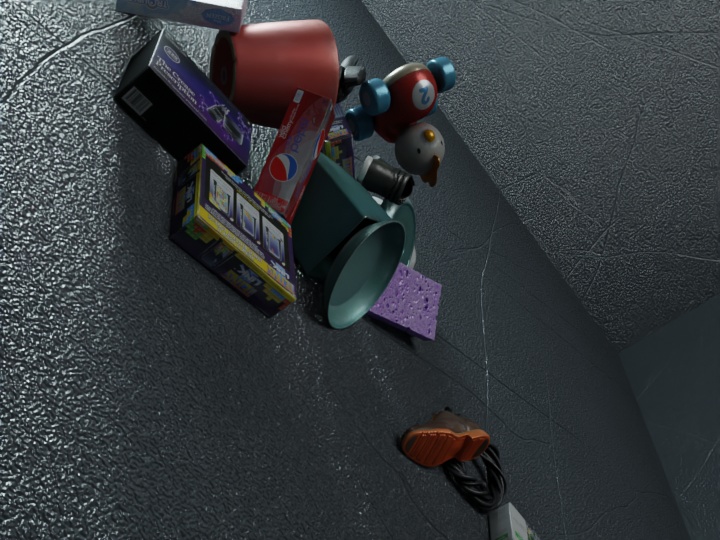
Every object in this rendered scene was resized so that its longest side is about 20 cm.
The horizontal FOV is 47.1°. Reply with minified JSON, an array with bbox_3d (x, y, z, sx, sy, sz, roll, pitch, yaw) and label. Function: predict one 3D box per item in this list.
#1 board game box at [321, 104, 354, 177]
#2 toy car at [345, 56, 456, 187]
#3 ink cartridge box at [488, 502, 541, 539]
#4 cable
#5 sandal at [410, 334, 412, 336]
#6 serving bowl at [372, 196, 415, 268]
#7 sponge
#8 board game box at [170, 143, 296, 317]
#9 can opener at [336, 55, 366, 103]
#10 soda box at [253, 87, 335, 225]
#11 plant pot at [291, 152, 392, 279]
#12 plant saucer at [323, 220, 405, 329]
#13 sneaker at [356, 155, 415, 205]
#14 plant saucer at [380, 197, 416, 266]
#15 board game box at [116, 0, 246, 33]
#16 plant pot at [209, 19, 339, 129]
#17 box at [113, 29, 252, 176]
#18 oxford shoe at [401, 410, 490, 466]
[{"bbox_3d":[-0.059,-0.241,1.565,0.201,0.056,0.167,88,-17,-58],"label":"board game box"},{"bbox_3d":[0.104,-0.253,1.508,0.182,0.177,0.203,-23,79,-25],"label":"toy car"},{"bbox_3d":[0.268,0.500,1.377,0.109,0.050,0.201,50,20,-18],"label":"ink cartridge box"},{"bbox_3d":[0.206,0.345,1.470,0.201,0.050,0.164,51,20,-20],"label":"cable"},{"bbox_3d":[0.112,0.071,1.677,0.077,0.042,0.200,55,20,-8],"label":"sandal"},{"bbox_3d":[0.059,-0.079,1.751,0.201,0.065,0.201,49,20,-25],"label":"serving bowl"},{"bbox_3d":[0.078,0.050,1.541,0.199,0.029,0.114,27,68,-45],"label":"sponge"},{"bbox_3d":[-0.175,-0.055,1.163,0.200,0.056,0.167,43,25,-35],"label":"board game box"},{"bbox_3d":[-0.025,-0.343,1.484,0.201,0.077,0.065,-75,170,-68],"label":"can opener"},{"bbox_3d":[-0.106,-0.179,1.304,0.062,0.203,0.070,21,-11,7],"label":"soda box"},{"bbox_3d":[-0.064,-0.109,1.396,0.201,0.141,0.141,54,18,19],"label":"plant pot"},{"bbox_3d":[0.000,0.000,1.335,0.036,0.203,0.199,32,10,23],"label":"plant saucer"},{"bbox_3d":[0.049,-0.161,1.521,0.098,0.072,0.200,29,7,2],"label":"sneaker"},{"bbox_3d":[0.067,-0.054,1.596,0.200,0.027,0.205,12,90,-68],"label":"plant saucer"},{"bbox_3d":[-0.286,-0.464,1.374,0.196,0.044,0.201,8,34,-7],"label":"board game box"},{"bbox_3d":[-0.155,-0.331,1.406,0.174,0.202,0.203,-4,55,-28],"label":"plant pot"},{"bbox_3d":[-0.255,-0.234,1.220,0.200,0.078,0.142,45,20,-30],"label":"box"},{"bbox_3d":[0.128,0.273,1.366,0.198,0.072,0.073,14,24,-45],"label":"oxford shoe"}]
